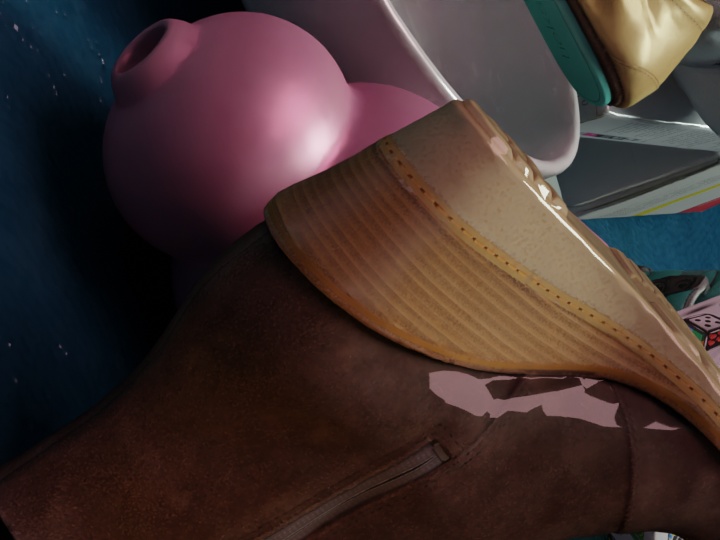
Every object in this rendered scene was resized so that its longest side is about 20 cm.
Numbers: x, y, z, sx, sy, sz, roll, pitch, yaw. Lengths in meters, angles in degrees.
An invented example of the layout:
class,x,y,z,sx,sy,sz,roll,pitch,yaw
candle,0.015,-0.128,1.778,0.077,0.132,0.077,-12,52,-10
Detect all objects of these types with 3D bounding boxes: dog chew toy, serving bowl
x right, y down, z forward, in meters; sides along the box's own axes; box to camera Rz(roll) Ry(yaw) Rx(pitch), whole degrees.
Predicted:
class,x,y,z,sx,sy,sz,roll,pitch,yaw
dog chew toy,0.000,0.000,0.664,0.200,0.124,0.125,46,33,-24
serving bowl,0.001,-0.112,0.774,0.200,0.066,0.200,49,25,-33

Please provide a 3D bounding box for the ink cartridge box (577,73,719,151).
class,x,y,z,sx,sy,sz,roll,pitch,yaw
ink cartridge box,0.158,-0.150,0.944,0.200,0.043,0.197,4,79,-39

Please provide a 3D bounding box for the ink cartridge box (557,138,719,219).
class,x,y,z,sx,sy,sz,roll,pitch,yaw
ink cartridge box,0.149,-0.106,1.058,0.200,0.083,0.145,-8,79,-64

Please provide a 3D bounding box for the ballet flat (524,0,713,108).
class,x,y,z,sx,sy,sz,roll,pitch,yaw
ballet flat,0.060,-0.148,0.754,0.200,0.063,0.069,55,-5,-28

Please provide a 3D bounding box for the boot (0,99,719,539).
class,x,y,z,sx,sy,sz,roll,pitch,yaw
boot,0.018,0.061,0.594,0.200,0.166,0.072,44,10,-32

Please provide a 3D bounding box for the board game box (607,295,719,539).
class,x,y,z,sx,sy,sz,roll,pitch,yaw
board game box,0.151,0.085,0.786,0.035,0.126,0.200,53,-25,44

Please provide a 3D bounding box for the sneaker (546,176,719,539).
class,x,y,z,sx,sy,sz,roll,pitch,yaw
sneaker,0.104,0.011,0.842,0.084,0.121,0.200,31,45,-51

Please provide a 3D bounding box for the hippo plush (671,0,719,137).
class,x,y,z,sx,sy,sz,roll,pitch,yaw
hippo plush,0.188,-0.130,0.837,0.161,0.159,0.200,-51,132,-20
